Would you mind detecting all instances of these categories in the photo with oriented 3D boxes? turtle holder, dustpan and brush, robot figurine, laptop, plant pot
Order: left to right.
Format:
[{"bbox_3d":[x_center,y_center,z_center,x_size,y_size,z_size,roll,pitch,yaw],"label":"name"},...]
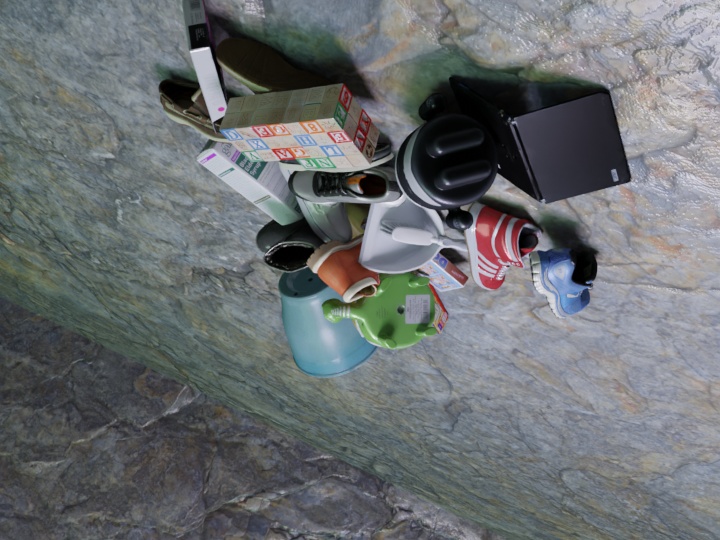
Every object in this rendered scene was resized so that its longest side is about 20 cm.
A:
[{"bbox_3d":[-0.073,0.078,1.955,0.199,0.200,0.189,10,136,36],"label":"plant pot"},{"bbox_3d":[0.037,0.076,1.714,0.142,0.185,0.131,63,159,-14],"label":"turtle holder"},{"bbox_3d":[0.043,-0.071,1.702,0.198,0.028,0.201,23,156,11],"label":"plant pot"},{"bbox_3d":[0.107,-0.055,1.589,0.198,0.141,0.057,7,-168,-29],"label":"dustpan and brush"},{"bbox_3d":[0.116,-0.145,1.307,0.124,0.152,0.200,25,177,-8],"label":"robot figurine"},{"bbox_3d":[0.235,-0.184,1.274,0.200,0.103,0.178,43,171,41],"label":"laptop"}]

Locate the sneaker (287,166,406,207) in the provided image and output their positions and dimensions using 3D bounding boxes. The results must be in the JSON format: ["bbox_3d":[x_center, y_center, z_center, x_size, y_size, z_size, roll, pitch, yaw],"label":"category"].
[{"bbox_3d":[-0.024,-0.141,1.526,0.198,0.075,0.079,4,-179,19],"label":"sneaker"}]

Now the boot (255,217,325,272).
[{"bbox_3d":[-0.132,-0.041,1.711,0.180,0.200,0.073,-16,109,20],"label":"boot"}]

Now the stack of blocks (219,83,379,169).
[{"bbox_3d":[-0.088,-0.201,1.389,0.198,0.059,0.115,0,152,31],"label":"stack of blocks"}]

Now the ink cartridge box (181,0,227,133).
[{"bbox_3d":[-0.226,-0.301,1.440,0.037,0.096,0.201,-10,153,-4],"label":"ink cartridge box"}]

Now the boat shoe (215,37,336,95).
[{"bbox_3d":[-0.124,-0.269,1.417,0.199,0.074,0.069,28,151,-1],"label":"boat shoe"}]

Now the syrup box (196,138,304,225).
[{"bbox_3d":[-0.176,-0.172,1.670,0.199,0.079,0.081,38,156,-22],"label":"syrup box"}]

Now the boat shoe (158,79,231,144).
[{"bbox_3d":[-0.251,-0.264,1.572,0.201,0.075,0.075,17,151,25],"label":"boat shoe"}]

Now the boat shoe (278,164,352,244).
[{"bbox_3d":[-0.060,-0.128,1.619,0.069,0.071,0.201,-11,115,44],"label":"boat shoe"}]

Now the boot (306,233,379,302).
[{"bbox_3d":[0.000,0.000,1.634,0.107,0.199,0.075,46,119,15],"label":"boot"}]

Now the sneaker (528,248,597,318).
[{"bbox_3d":[0.328,0.018,1.491,0.088,0.079,0.200,-12,158,23],"label":"sneaker"}]

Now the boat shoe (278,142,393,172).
[{"bbox_3d":[-0.045,-0.192,1.498,0.198,0.072,0.068,6,117,25],"label":"boat shoe"}]

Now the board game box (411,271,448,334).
[{"bbox_3d":[0.071,0.040,1.874,0.150,0.047,0.200,13,153,31],"label":"board game box"}]

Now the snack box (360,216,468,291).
[{"bbox_3d":[0.094,-0.031,1.663,0.199,0.024,0.072,38,154,-22],"label":"snack box"}]

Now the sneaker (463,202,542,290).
[{"bbox_3d":[0.234,-0.022,1.535,0.112,0.072,0.201,19,153,29],"label":"sneaker"}]
